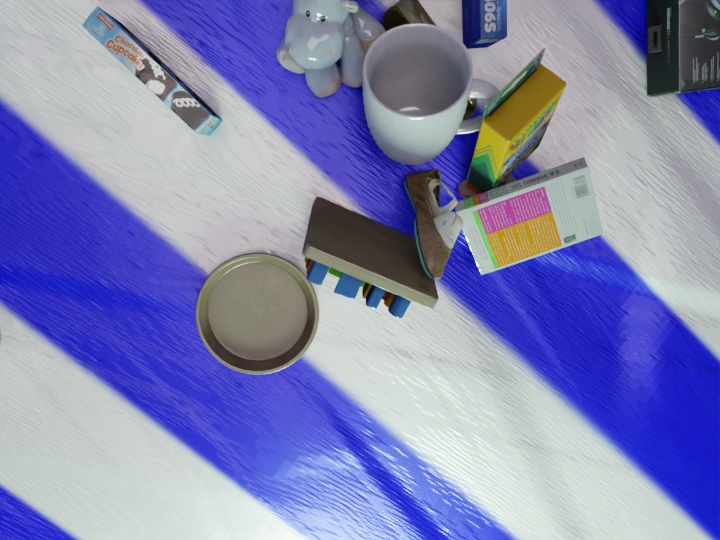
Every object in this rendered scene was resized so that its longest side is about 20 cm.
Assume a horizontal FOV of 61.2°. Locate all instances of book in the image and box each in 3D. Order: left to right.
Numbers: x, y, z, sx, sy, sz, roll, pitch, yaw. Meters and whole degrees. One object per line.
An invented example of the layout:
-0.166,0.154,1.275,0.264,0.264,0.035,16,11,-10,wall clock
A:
0.260,-0.081,0.939,0.198,0.048,0.134,-17,131,17,book

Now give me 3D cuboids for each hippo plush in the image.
-0.033,-0.345,0.852,0.157,0.161,0.202,17,102,-8,hippo plush

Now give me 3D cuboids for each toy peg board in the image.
0.000,0.000,0.921,0.198,0.200,0.099,22,114,-10,toy peg board

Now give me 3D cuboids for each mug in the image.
0.102,-0.234,0.874,0.197,0.176,0.150,1,72,2,mug

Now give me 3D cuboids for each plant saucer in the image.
-0.166,0.069,0.992,0.197,0.029,0.203,-1,101,-5,plant saucer

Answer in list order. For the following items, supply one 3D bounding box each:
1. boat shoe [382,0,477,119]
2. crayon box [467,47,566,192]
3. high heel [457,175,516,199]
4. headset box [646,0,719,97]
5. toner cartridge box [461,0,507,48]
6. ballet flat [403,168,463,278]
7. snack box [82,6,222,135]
0.118,-0.325,0.930,0.201,0.073,0.063,48,62,-7,boat shoe
0.224,-0.205,0.882,0.052,0.200,0.126,42,78,16,crayon box
0.258,-0.107,0.999,0.197,0.096,0.068,9,65,13,high heel
0.550,-0.371,0.951,0.197,0.093,0.176,-8,102,-4,headset box
0.181,-0.440,0.898,0.043,0.095,0.203,-5,102,-7,toner cartridge box
0.115,-0.081,0.917,0.072,0.202,0.068,-26,135,22,ballet flat
-0.288,-0.276,0.867,0.200,0.116,0.037,43,94,-12,snack box
